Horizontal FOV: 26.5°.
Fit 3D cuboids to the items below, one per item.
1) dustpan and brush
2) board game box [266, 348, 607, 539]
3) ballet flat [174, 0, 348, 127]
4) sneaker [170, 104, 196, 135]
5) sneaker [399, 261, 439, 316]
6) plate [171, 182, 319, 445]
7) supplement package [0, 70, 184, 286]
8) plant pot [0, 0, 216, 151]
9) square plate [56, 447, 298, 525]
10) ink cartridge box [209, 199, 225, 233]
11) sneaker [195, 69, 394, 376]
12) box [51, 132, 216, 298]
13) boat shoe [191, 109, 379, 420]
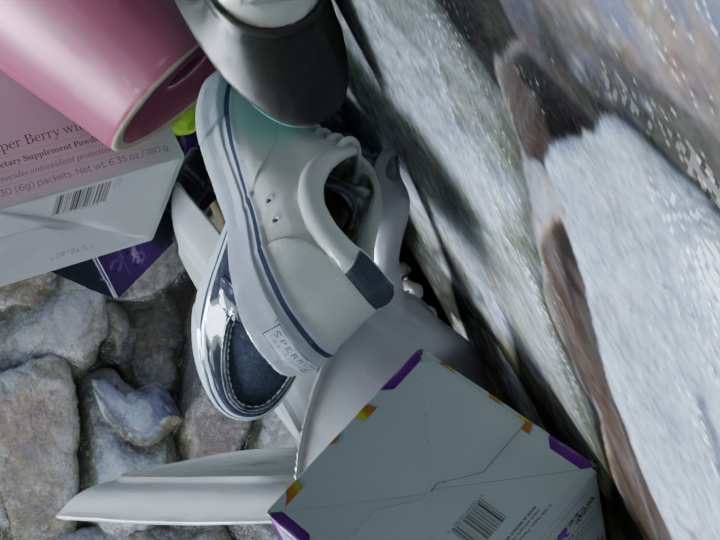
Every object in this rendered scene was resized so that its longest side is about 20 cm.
[{"bbox_3d":[0.017,0.040,0.747,0.057,0.139,0.201,26,120,32],"label":"dustpan and brush"},{"bbox_3d":[0.047,0.148,0.709,0.103,0.105,0.200,33,158,31],"label":"board game box"},{"bbox_3d":[-0.062,-0.159,0.683,0.201,0.068,0.068,62,162,13],"label":"ballet flat"},{"bbox_3d":[-0.142,-0.157,1.005,0.074,0.083,0.201,73,-178,-49],"label":"sneaker"},{"bbox_3d":[0.021,0.070,0.858,0.075,0.081,0.201,88,156,-80],"label":"sneaker"},{"bbox_3d":[-0.069,0.058,1.106,0.200,0.032,0.200,47,167,42],"label":"plate"},{"bbox_3d":[-0.208,-0.113,0.936,0.201,0.121,0.120,64,155,15],"label":"supplement package"},{"bbox_3d":[-0.142,-0.171,0.807,0.179,0.200,0.200,47,174,0],"label":"plant pot"},{"bbox_3d":[-0.060,0.137,0.993,0.200,0.197,0.029,-3,-93,-57],"label":"square plate"},{"bbox_3d":[-0.055,0.002,1.235,0.165,0.075,0.201,60,174,42],"label":"ink cartridge box"},{"bbox_3d":[-0.026,-0.036,0.710,0.073,0.071,0.201,50,-165,-43],"label":"sneaker"},{"bbox_3d":[-0.174,-0.107,1.127,0.104,0.200,0.148,20,147,37],"label":"box"},{"bbox_3d":[-0.041,0.007,0.829,0.091,0.070,0.201,-130,48,-57],"label":"boat shoe"}]
